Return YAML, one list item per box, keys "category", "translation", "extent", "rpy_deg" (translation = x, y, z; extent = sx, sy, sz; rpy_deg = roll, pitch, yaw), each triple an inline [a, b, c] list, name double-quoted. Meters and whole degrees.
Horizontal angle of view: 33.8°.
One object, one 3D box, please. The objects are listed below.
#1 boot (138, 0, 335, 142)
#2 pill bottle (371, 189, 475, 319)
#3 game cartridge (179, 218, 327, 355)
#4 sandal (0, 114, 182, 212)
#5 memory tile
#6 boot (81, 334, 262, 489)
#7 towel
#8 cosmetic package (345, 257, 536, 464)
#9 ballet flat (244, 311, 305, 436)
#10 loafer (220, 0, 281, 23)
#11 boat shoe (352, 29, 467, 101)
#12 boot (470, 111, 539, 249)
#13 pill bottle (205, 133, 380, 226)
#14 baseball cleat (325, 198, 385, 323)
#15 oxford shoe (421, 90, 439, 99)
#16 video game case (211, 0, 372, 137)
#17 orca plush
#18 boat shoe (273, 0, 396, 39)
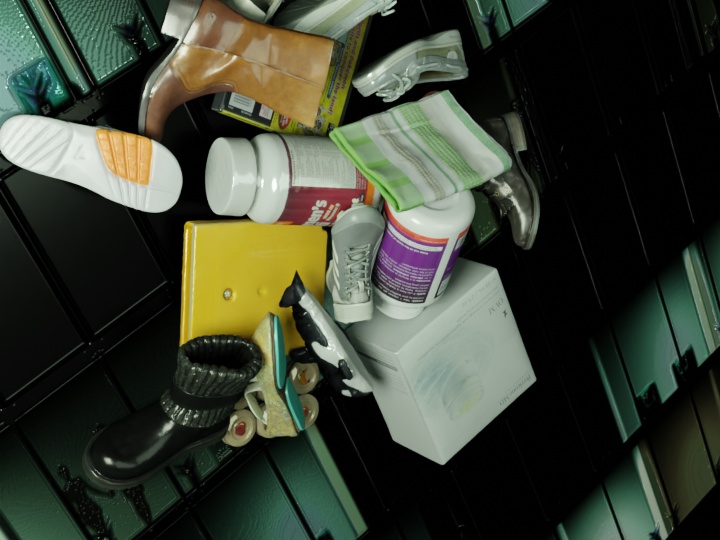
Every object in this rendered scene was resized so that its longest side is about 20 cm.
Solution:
- category: "boot"
  translation: [-0.145, -0.205, 1.353]
  extent: [0.198, 0.069, 0.190]
  rpy_deg: [17, 102, -16]
- category: "pill bottle"
  translation: [0.070, -0.030, 1.513]
  extent: [0.112, 0.113, 0.201]
  rpy_deg: [-22, 148, -31]
- category: "game cartridge"
  translation: [-0.131, 0.023, 1.481]
  extent: [0.198, 0.032, 0.179]
  rpy_deg: [-4, 103, -39]
- category: "sandal"
  translation: [-0.297, -0.130, 1.322]
  extent: [0.205, 0.059, 0.080]
  rpy_deg: [18, 99, -17]
- category: "memory tile"
  translation: [-0.116, 0.122, 1.543]
  extent: [0.152, 0.017, 0.203]
  rpy_deg: [-9, 106, -36]
- category: "boot"
  translation: [-0.221, 0.160, 1.387]
  extent: [0.210, 0.080, 0.158]
  rpy_deg: [-25, 156, -39]
- category: "towel"
  translation: [0.078, -0.151, 1.461]
  extent: [0.199, 0.149, 0.031]
  rpy_deg: [-23, 149, -38]
- category: "cosmetic package"
  translation: [0.116, 0.121, 1.653]
  extent: [0.199, 0.122, 0.201]
  rpy_deg: [-38, 122, -24]
- category: "ballet flat"
  translation: [-0.116, 0.135, 1.473]
  extent: [0.070, 0.070, 0.201]
  rpy_deg: [-36, 138, -25]
- category: "loafer"
  translation: [-0.138, -0.305, 1.369]
  extent: [0.070, 0.070, 0.201]
  rpy_deg: [38, 88, -10]
- category: "boat shoe"
  translation: [0.069, -0.257, 1.527]
  extent: [0.201, 0.074, 0.065]
  rpy_deg: [-29, 97, -47]
- category: "boot"
  translation: [0.137, -0.114, 1.557]
  extent: [0.172, 0.069, 0.202]
  rpy_deg: [-10, 82, -8]
- category: "pill bottle"
  translation: [-0.082, -0.110, 1.447]
  extent: [0.198, 0.109, 0.111]
  rpy_deg: [0, 101, -29]
- category: "baseball cleat"
  translation: [0.000, 0.000, 1.463]
  extent: [0.069, 0.201, 0.107]
  rpy_deg: [-10, 64, -10]
- category: "oxford shoe"
  translation: [0.093, -0.142, 1.619]
  extent: [0.070, 0.075, 0.203]
  rpy_deg: [7, 83, 0]
- category: "video game case"
  translation: [-0.080, -0.268, 1.471]
  extent: [0.179, 0.025, 0.202]
  rpy_deg: [16, 90, -38]
- category: "orca plush"
  translation: [-0.059, 0.098, 1.491]
  extent: [0.071, 0.106, 0.200]
  rpy_deg: [-29, 137, 8]
- category: "boat shoe"
  translation: [-0.014, -0.321, 1.451]
  extent: [0.201, 0.074, 0.065]
  rpy_deg: [-35, 124, -23]
